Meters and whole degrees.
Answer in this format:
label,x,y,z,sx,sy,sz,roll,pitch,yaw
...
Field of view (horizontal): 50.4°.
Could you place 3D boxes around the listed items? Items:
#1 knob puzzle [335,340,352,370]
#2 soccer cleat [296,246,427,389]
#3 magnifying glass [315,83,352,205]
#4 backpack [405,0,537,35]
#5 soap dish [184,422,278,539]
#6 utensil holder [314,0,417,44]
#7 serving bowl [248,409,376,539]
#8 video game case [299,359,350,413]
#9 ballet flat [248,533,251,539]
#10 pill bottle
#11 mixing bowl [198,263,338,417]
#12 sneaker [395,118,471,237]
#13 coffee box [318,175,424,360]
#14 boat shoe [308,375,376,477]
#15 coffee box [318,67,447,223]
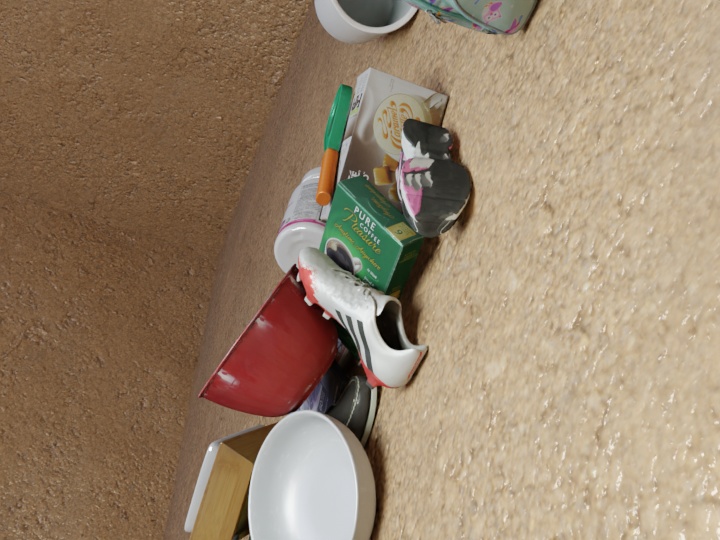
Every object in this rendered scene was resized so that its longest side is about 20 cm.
label,x,y,z,sx,sy,sz,roll,pitch,yaw
knob puzzle,-0.047,0.062,1.130,0.219,0.030,0.222,-34,45,43
soccer cleat,0.001,0.040,0.866,0.085,0.068,0.201,-50,65,34
magnifying glass,-0.036,-0.167,1.010,0.080,0.022,0.202,119,164,-50
backpack,0.103,-0.342,0.773,0.177,0.198,0.154,-64,34,27
soap dish,-0.175,0.327,1.175,0.200,0.080,0.159,7,-79,-71
utensil holder,0.009,-0.489,1.337,0.200,0.168,0.172,-139,66,-77
serving bowl,-0.047,0.265,0.881,0.199,0.065,0.203,-18,66,46
video game case,-0.067,0.174,1.085,0.200,0.019,0.144,-137,54,-58
ballet flat,-0.114,0.343,1.112,0.070,0.069,0.202,-122,44,-70
pill bottle,-0.071,-0.082,1.279,0.201,0.112,0.114,-79,13,-52
mixing bowl,-0.097,0.104,0.940,0.201,0.108,0.200,-53,3,4
sneaker,0.078,-0.091,0.880,0.201,0.079,0.087,-83,3,-54
coffee box,0.000,0.000,0.934,0.123,0.044,0.201,45,137,29
boat shoe,-0.036,0.217,0.960,0.072,0.060,0.203,-114,42,-65
coffee box,0.027,-0.146,1.007,0.080,0.113,0.202,-165,92,-75
